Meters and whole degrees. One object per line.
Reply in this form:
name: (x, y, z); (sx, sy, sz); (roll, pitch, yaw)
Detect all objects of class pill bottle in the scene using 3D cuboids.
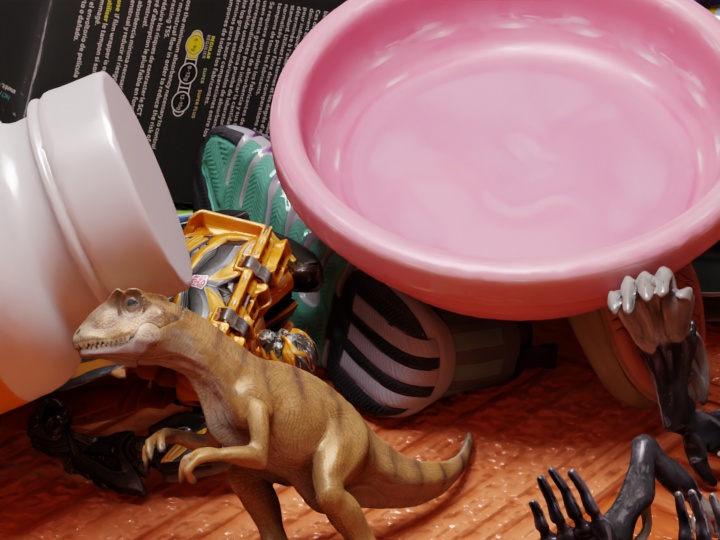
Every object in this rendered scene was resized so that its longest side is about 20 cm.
pill bottle: (-0.165, 0.006, 0.771); (0.199, 0.112, 0.111); (-23, 23, 4)

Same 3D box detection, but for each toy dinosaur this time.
toy dinosaur: (-0.011, 0.067, 0.761); (0.060, 0.107, 0.199); (-14, -34, 41)

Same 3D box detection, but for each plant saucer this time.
plant saucer: (0.063, -0.050, 0.881); (0.199, 0.051, 0.201); (-1, 44, 1)

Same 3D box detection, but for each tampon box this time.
tampon box: (-0.107, -0.113, 1.056); (0.199, 0.127, 0.150); (4, 16, -41)

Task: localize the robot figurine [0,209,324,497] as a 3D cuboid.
robot figurine: (-0.113, 0.017, 0.860); (0.198, 0.058, 0.146); (6, 47, 16)

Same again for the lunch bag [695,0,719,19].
lunch bag: (0.158, -0.094, 1.079); (0.198, 0.129, 0.170); (-5, 8, 11)

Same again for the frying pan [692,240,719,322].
frying pan: (0.117, -0.004, 0.993); (0.188, 0.031, 0.115); (0, 21, 4)

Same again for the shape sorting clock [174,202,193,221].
shape sorting clock: (-0.164, -0.025, 1.018); (0.198, 0.040, 0.200); (11, 17, -3)

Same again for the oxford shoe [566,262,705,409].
oxford shoe: (0.090, -0.006, 0.940); (0.071, 0.074, 0.201); (28, 30, -33)

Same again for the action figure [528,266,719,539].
action figure: (0.144, 0.052, 0.776); (0.118, 0.103, 0.200); (1, 21, 31)

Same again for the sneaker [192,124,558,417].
sneaker: (0.000, 0.000, 0.948); (0.087, 0.075, 0.200); (-2, 32, -34)
